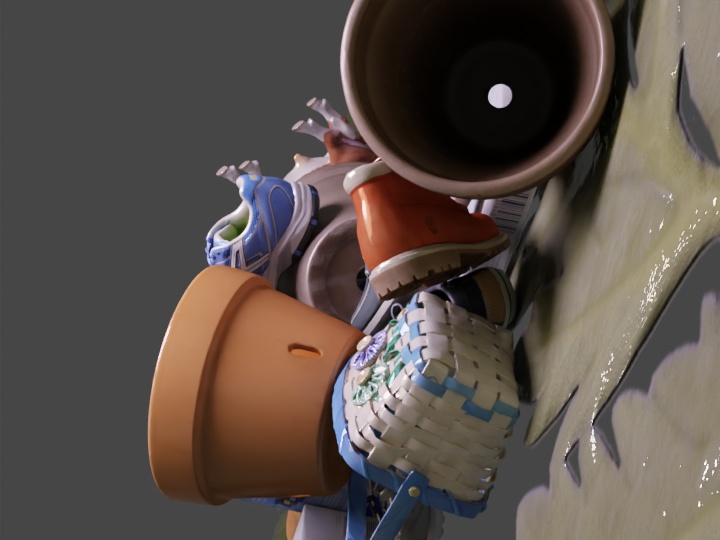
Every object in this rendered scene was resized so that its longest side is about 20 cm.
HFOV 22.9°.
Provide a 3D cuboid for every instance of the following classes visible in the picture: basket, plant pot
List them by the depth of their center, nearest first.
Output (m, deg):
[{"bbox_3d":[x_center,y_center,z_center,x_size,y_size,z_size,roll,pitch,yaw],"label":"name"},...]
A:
[{"bbox_3d":[0.096,-0.145,1.347,0.175,0.198,0.202,26,-103,-79],"label":"plant pot"},{"bbox_3d":[0.039,0.130,1.388,0.177,0.138,0.201,-90,23,-65],"label":"basket"},{"bbox_3d":[-0.074,0.105,1.482,0.200,0.139,0.202,9,-90,-74],"label":"plant pot"},{"bbox_3d":[0.000,0.000,1.665,0.174,0.198,0.202,-130,54,-84],"label":"plant pot"}]

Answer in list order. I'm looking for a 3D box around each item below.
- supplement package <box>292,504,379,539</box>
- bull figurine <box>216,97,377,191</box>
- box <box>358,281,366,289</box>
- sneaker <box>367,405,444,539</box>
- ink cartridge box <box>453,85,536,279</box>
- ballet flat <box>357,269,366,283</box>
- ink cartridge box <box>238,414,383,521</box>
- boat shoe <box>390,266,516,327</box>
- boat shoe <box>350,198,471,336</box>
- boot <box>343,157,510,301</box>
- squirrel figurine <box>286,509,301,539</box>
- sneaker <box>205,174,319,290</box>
[{"bbox_3d":[-0.025,0.330,1.644,0.110,0.113,0.201,-86,11,-48],"label":"supplement package"},{"bbox_3d":[-0.067,-0.075,1.771,0.200,0.122,0.065,-39,20,-9],"label":"bull figurine"},{"bbox_3d":[-0.030,0.041,1.901,0.124,0.194,0.202,-97,21,-72],"label":"box"},{"bbox_3d":[0.032,0.198,1.556,0.075,0.081,0.202,124,158,-72],"label":"sneaker"},{"bbox_3d":[0.114,-0.071,1.564,0.201,0.040,0.201,-86,10,-50],"label":"ink cartridge box"},{"bbox_3d":[0.042,-0.061,1.807,0.200,0.072,0.072,-44,-10,-28],"label":"ballet flat"},{"bbox_3d":[-0.029,0.155,1.648,0.077,0.198,0.138,115,166,-58],"label":"ink cartridge box"},{"bbox_3d":[0.060,0.050,1.499,0.200,0.062,0.075,-38,68,59],"label":"boat shoe"},{"bbox_3d":[0.035,-0.024,1.524,0.073,0.062,0.201,-36,-21,-55],"label":"boat shoe"},{"bbox_3d":[0.052,-0.043,1.383,0.108,0.075,0.200,65,-157,8],"label":"boot"},{"bbox_3d":[-0.051,0.195,1.753,0.142,0.199,0.187,-61,3,41],"label":"squirrel figurine"},{"bbox_3d":[-0.113,-0.002,1.617,0.201,0.076,0.076,-63,24,16],"label":"sneaker"}]
